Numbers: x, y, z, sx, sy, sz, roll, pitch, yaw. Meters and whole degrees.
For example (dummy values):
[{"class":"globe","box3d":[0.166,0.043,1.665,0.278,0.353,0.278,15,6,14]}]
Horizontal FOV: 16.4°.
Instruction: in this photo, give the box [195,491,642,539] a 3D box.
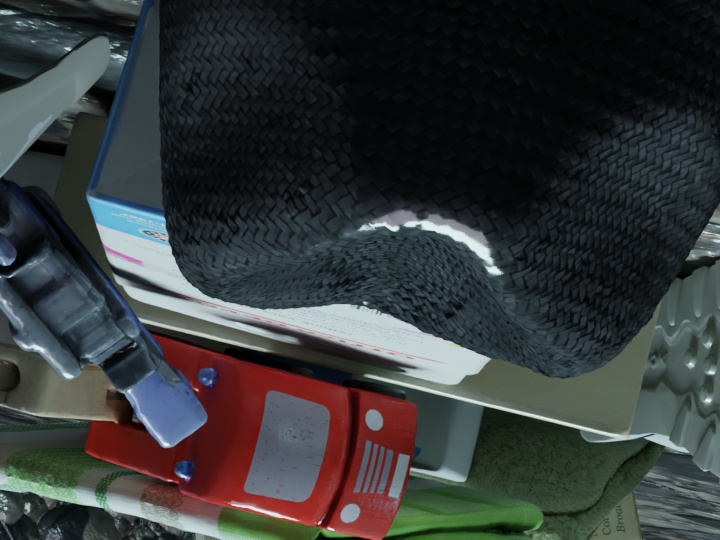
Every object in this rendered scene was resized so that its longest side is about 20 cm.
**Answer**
[{"class":"box","box3d":[0.021,0.102,1.161,0.200,0.095,0.078,-11,173,-6]}]

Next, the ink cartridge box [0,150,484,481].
[{"class":"ink cartridge box","box3d":[-0.062,0.016,0.978,0.200,0.085,0.145,9,171,22]}]

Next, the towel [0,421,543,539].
[{"class":"towel","box3d":[-0.052,0.087,0.938,0.200,0.031,0.149,9,-175,38]}]

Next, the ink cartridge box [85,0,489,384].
[{"class":"ink cartridge box","box3d":[-0.009,-0.020,0.699,0.115,0.068,0.200,15,172,-1]}]

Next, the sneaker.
[{"class":"sneaker","box3d":[0.147,0.037,0.862,0.080,0.077,0.200,10,-178,-18]}]

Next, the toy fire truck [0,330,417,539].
[{"class":"toy fire truck","box3d":[-0.085,0.040,0.817,0.141,0.049,0.200,14,178,-28]}]

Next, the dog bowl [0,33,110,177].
[{"class":"dog bowl","box3d":[-0.146,-0.066,0.460,0.200,0.059,0.200,30,169,6]}]

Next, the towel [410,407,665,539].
[{"class":"towel","box3d":[0.034,0.062,1.071,0.200,0.037,0.148,10,-150,26]}]

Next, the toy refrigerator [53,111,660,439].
[{"class":"toy refrigerator","box3d":[0.000,0.000,0.837,0.200,0.070,0.076,14,177,7]}]

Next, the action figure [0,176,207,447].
[{"class":"action figure","box3d":[-0.142,-0.007,0.716,0.200,0.105,0.193,52,173,-22]}]

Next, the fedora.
[{"class":"fedora","box3d":[0.017,-0.032,0.482,0.200,0.092,0.201,13,172,2]}]
